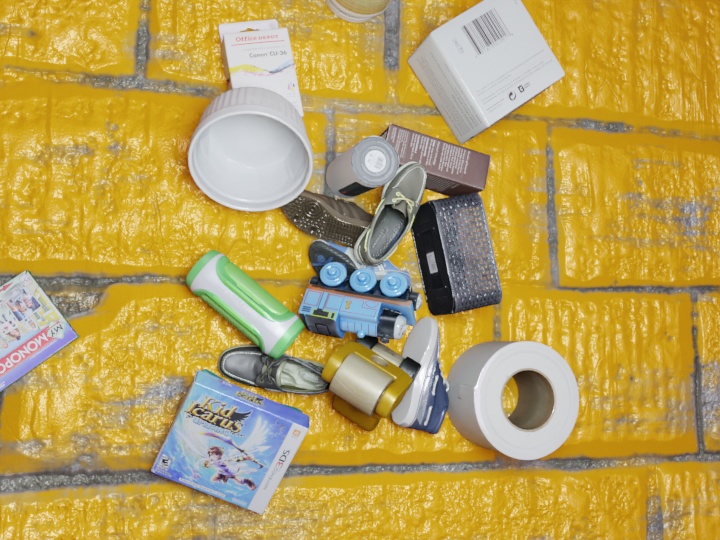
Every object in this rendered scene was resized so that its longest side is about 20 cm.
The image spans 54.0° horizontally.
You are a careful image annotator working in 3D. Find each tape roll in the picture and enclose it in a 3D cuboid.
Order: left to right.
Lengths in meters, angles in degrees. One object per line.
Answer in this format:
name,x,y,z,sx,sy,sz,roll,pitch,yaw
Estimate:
tape roll,0.269,0.227,1.267,0.202,0.139,0.203,2,84,-16

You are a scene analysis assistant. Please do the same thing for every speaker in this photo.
speaker,-0.192,0.056,1.174,0.200,0.088,0.089,40,76,3
speaker,-0.001,-0.172,1.203,0.081,0.200,0.082,0,90,-15

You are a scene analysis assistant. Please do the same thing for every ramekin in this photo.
ramekin,-0.179,-0.206,1.165,0.199,0.200,0.105,8,43,-14

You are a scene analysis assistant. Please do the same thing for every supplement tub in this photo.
supplement tub,0.012,-0.536,1.242,0.144,0.200,0.145,2,84,-15

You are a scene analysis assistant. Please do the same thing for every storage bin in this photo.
storage bin,0.167,-0.027,1.265,0.093,0.135,0.201,-10,87,-16

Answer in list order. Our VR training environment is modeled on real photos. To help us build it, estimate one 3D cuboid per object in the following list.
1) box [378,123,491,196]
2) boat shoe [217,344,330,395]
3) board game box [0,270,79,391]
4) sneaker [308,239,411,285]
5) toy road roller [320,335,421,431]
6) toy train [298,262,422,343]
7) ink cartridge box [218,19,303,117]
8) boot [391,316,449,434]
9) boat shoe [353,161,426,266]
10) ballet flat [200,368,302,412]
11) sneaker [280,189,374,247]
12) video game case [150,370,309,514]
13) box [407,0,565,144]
box,0.125,-0.196,1.290,0.199,0.100,0.075,17,80,-13
boat shoe,-0.140,0.170,1.200,0.200,0.066,0.072,14,83,-13
board game box,-0.570,0.112,1.110,0.200,0.029,0.135,-38,94,-15
sneaker,0.000,0.000,1.262,0.200,0.076,0.077,29,40,-2
toy road roller,0.007,0.203,1.176,0.123,0.200,0.146,30,106,14
toy train,-0.001,0.059,1.171,0.199,0.087,0.115,10,62,16
ink cartridge box,-0.178,-0.353,1.241,0.116,0.067,0.201,-11,88,-15
boot,0.122,0.191,1.276,0.090,0.073,0.201,24,77,-31
boat shoe,0.060,-0.096,1.198,0.072,0.060,0.202,32,83,-16
ballet flat,-0.192,0.237,1.184,0.200,0.068,0.075,26,88,-15
sneaker,-0.047,-0.096,1.258,0.200,0.076,0.071,26,122,-7
video game case,-0.210,0.281,1.143,0.200,0.045,0.182,25,105,-11
box,0.232,-0.380,1.321,0.199,0.131,0.200,-35,95,-16
